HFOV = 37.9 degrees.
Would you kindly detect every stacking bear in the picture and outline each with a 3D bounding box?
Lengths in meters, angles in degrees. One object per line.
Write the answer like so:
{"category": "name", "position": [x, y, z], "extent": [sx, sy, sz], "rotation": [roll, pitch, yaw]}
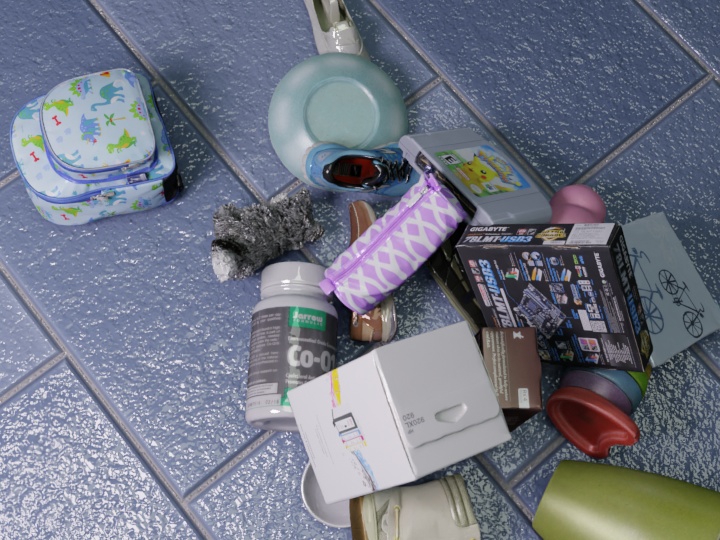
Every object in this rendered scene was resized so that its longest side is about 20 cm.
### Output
{"category": "stacking bear", "position": [0.334, 0.125, 1.369], "extent": [0.114, 0.121, 0.200], "rotation": [37, 62, 0]}

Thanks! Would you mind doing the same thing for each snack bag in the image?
{"category": "snack bag", "position": [0.386, 0.017, 1.376], "extent": [0.199, 0.021, 0.189], "rotation": [-19, 76, -41]}

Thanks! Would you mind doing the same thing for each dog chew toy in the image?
{"category": "dog chew toy", "position": [0.278, -0.030, 1.412], "extent": [0.124, 0.125, 0.201], "rotation": [22, 62, 3]}

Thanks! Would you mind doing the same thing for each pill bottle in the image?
{"category": "pill bottle", "position": [-0.085, 0.098, 1.333], "extent": [0.112, 0.113, 0.201], "rotation": [3, 71, -4]}

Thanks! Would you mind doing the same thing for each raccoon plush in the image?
{"category": "raccoon plush", "position": [-0.114, -0.034, 1.353], "extent": [0.133, 0.097, 0.200], "rotation": [-17, 28, 2]}

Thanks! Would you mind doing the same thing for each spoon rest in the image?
{"category": "spoon rest", "position": [-0.011, 0.224, 1.323], "extent": [0.099, 0.061, 0.201], "rotation": [17, 69, -1]}

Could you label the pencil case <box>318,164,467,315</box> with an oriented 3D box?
{"category": "pencil case", "position": [0.043, -0.034, 1.306], "extent": [0.200, 0.085, 0.084], "rotation": [-47, 67, 9]}

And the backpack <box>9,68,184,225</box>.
{"category": "backpack", "position": [-0.355, -0.166, 1.386], "extent": [0.199, 0.147, 0.184], "rotation": [-17, 71, -8]}

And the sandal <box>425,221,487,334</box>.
{"category": "sandal", "position": [0.139, 0.019, 1.416], "extent": [0.080, 0.057, 0.202], "rotation": [-28, 90, -17]}

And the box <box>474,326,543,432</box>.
{"category": "box", "position": [0.163, 0.143, 1.292], "extent": [0.074, 0.200, 0.101], "rotation": [1, 70, -8]}

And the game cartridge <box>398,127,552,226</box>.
{"category": "game cartridge", "position": [0.156, -0.120, 1.382], "extent": [0.133, 0.041, 0.200], "rotation": [-11, 48, -41]}

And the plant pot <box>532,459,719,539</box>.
{"category": "plant pot", "position": [0.318, 0.316, 1.273], "extent": [0.199, 0.187, 0.188], "rotation": [24, 69, 19]}

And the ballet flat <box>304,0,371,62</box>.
{"category": "ballet flat", "position": [-0.038, -0.360, 1.525], "extent": [0.069, 0.069, 0.201], "rotation": [-19, 74, -11]}

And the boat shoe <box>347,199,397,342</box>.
{"category": "boat shoe", "position": [0.000, 0.000, 1.398], "extent": [0.071, 0.076, 0.201], "rotation": [-8, 70, -5]}

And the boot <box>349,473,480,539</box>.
{"category": "boot", "position": [0.073, 0.356, 1.278], "extent": [0.154, 0.072, 0.201], "rotation": [-5, 83, -18]}

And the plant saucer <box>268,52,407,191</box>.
{"category": "plant saucer", "position": [-0.029, -0.212, 1.466], "extent": [0.200, 0.039, 0.202], "rotation": [1, 84, -7]}

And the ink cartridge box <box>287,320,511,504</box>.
{"category": "ink cartridge box", "position": [0.041, 0.163, 1.197], "extent": [0.147, 0.200, 0.145], "rotation": [-15, 81, -36]}

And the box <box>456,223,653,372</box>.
{"category": "box", "position": [0.238, 0.033, 1.278], "extent": [0.198, 0.201, 0.050], "rotation": [2, 41, 36]}

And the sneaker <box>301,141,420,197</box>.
{"category": "sneaker", "position": [0.025, -0.129, 1.415], "extent": [0.199, 0.090, 0.079], "rotation": [-3, 107, -20]}
